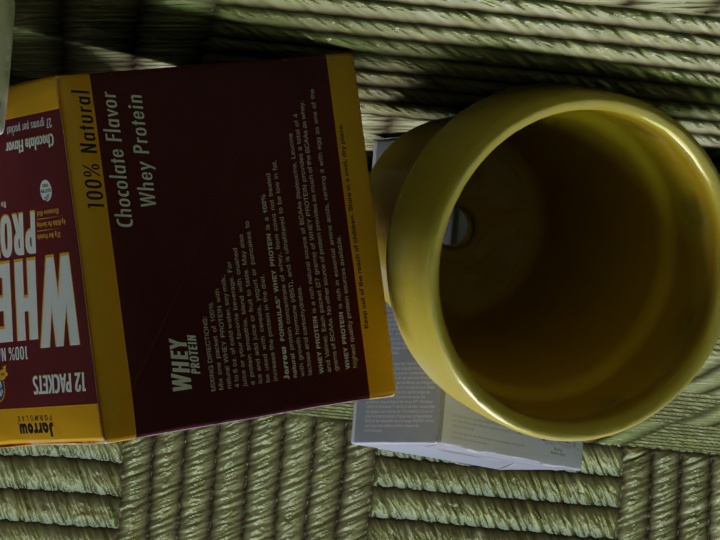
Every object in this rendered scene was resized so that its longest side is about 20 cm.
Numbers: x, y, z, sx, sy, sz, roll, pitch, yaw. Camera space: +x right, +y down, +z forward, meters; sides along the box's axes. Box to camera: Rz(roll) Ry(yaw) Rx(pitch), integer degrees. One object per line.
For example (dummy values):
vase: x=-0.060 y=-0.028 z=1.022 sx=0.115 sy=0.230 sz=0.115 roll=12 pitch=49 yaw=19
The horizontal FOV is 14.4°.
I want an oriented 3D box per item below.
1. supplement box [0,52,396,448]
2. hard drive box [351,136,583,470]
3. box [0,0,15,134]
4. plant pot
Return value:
supplement box: x=-0.108 y=-0.012 z=1.593 sx=0.199 sy=0.199 sz=0.132 roll=-8 pitch=-179 yaw=-37
hard drive box: x=0.078 y=0.024 z=1.856 sx=0.076 sy=0.201 sz=0.155 roll=-2 pitch=169 yaw=41
box: x=-0.277 y=-0.110 z=1.567 sx=0.068 sy=0.083 sz=0.199 roll=12 pitch=168 yaw=-43
plant pot: x=0.090 y=-0.015 z=1.678 sx=0.200 sy=0.202 sz=0.189 roll=9 pitch=-175 yaw=-25
